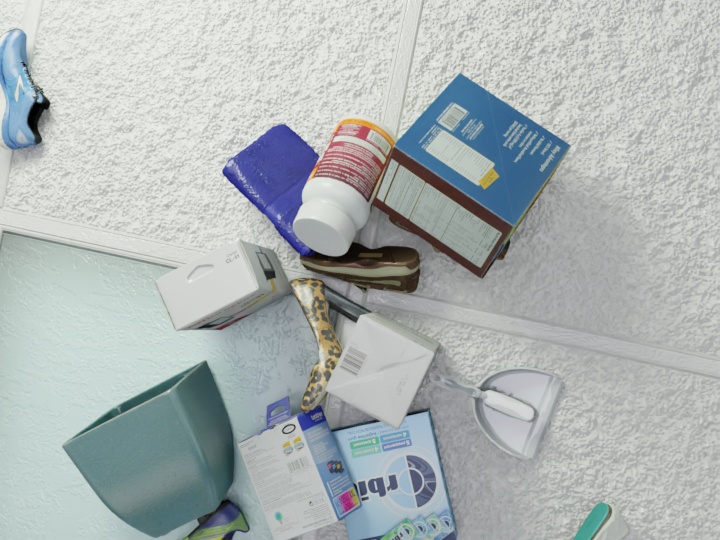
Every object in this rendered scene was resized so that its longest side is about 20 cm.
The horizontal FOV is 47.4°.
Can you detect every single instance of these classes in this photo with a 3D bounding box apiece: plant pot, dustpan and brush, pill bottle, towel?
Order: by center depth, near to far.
[{"bbox_3d":[-0.023,-0.129,1.245,0.108,0.110,0.201,20,62,9],"label":"pill bottle"},{"bbox_3d":[0.200,0.197,1.263,0.198,0.057,0.141,21,92,9],"label":"dustpan and brush"},{"bbox_3d":[-0.300,0.288,1.279,0.194,0.196,0.202,-27,94,7],"label":"plant pot"},{"bbox_3d":[-0.107,-0.128,1.311,0.200,0.050,0.147,45,62,7],"label":"towel"}]

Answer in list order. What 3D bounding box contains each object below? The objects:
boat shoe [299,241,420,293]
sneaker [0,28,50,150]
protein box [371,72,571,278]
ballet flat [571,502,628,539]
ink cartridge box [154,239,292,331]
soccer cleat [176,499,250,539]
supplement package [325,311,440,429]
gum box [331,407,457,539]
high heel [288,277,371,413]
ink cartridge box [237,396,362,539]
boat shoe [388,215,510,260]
[{"bbox_3d":[-0.002,0.004,1.295,0.200,0.075,0.076,7,126,25],"label":"boat shoe"},{"bbox_3d":[-0.571,-0.308,1.397,0.088,0.079,0.203,0,96,2],"label":"sneaker"},{"bbox_3d":[0.161,-0.140,1.198,0.199,0.135,0.199,35,56,8],"label":"protein box"},{"bbox_3d":[0.331,0.442,1.239,0.069,0.069,0.200,42,94,8],"label":"ballet flat"},{"bbox_3d":[-0.204,0.027,1.260,0.146,0.200,0.086,-27,84,7],"label":"ink cartridge box"},{"bbox_3d":[-0.262,0.460,1.325,0.084,0.065,0.200,45,95,5],"label":"soccer cleat"},{"bbox_3d":[0.039,0.142,1.219,0.119,0.200,0.122,26,92,8],"label":"supplement package"},{"bbox_3d":[0.049,0.335,1.290,0.168,0.045,0.202,-14,86,9],"label":"gum box"},{"bbox_3d":[-0.086,0.112,1.285,0.142,0.072,0.201,28,65,3],"label":"high heel"},{"bbox_3d":[-0.102,0.302,1.276,0.136,0.076,0.202,-28,82,29],"label":"ink cartridge box"},{"bbox_3d":[0.136,-0.067,1.283,0.198,0.076,0.074,27,125,2],"label":"boat shoe"}]
